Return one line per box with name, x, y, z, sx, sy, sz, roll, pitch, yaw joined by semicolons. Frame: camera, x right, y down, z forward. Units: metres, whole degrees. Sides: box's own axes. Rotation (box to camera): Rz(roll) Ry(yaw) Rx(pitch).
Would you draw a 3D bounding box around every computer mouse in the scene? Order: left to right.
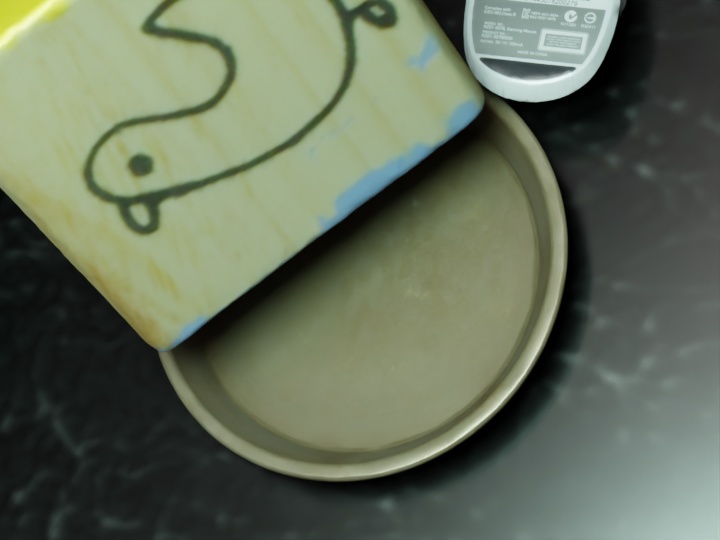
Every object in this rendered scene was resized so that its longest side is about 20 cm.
computer mouse;0.094;-0.162;1.319;0.109;0.044;0.201;9;71;16

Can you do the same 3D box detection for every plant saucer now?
plant saucer;0.000;0.000;1.306;0.199;0.029;0.201;-6;71;18

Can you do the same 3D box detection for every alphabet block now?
alphabet block;-0.094;-0.126;1.256;0.195;0.200;0.197;-38;47;2
